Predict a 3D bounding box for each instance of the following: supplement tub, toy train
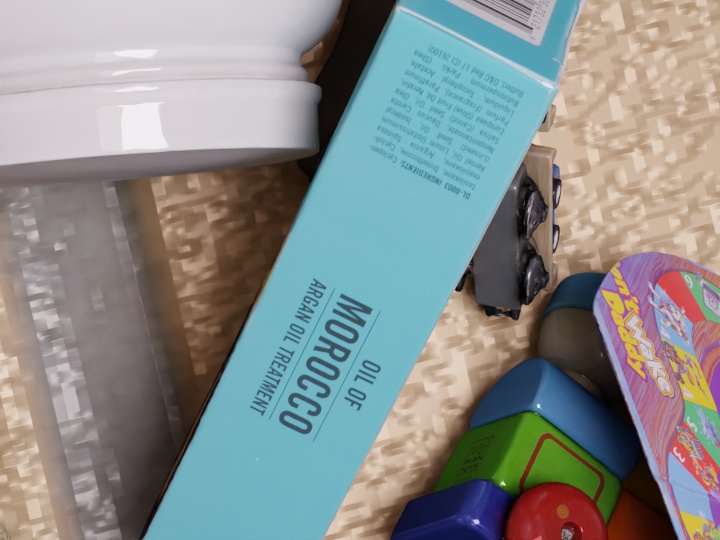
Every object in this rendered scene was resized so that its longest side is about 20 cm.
[{"bbox_3d":[-0.079,-0.128,0.773,0.144,0.144,0.201,-4,89,-16],"label":"supplement tub"},{"bbox_3d":[0.045,-0.066,0.809,0.034,0.201,0.046,9,43,13],"label":"toy train"},{"bbox_3d":[0.116,0.099,0.862,0.200,0.085,0.116,37,62,-16],"label":"toy train"}]

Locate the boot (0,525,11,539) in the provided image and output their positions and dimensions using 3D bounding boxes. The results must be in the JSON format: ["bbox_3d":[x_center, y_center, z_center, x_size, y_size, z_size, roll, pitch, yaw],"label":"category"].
[{"bbox_3d":[-0.132,0.006,0.663,0.200,0.073,0.155,-42,79,-11],"label":"boot"}]

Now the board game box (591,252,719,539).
[{"bbox_3d":[0.148,0.069,0.811,0.158,0.039,0.201,22,41,-46],"label":"board game box"}]

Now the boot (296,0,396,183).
[{"bbox_3d":[0.005,-0.125,0.847,0.097,0.075,0.201,27,81,6],"label":"boot"}]

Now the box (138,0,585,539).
[{"bbox_3d":[0.000,0.000,0.766,0.049,0.082,0.200,26,120,-1],"label":"box"}]
